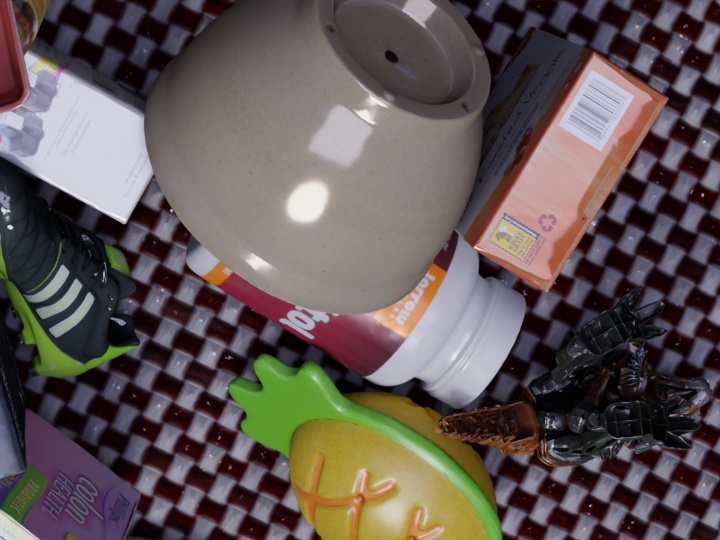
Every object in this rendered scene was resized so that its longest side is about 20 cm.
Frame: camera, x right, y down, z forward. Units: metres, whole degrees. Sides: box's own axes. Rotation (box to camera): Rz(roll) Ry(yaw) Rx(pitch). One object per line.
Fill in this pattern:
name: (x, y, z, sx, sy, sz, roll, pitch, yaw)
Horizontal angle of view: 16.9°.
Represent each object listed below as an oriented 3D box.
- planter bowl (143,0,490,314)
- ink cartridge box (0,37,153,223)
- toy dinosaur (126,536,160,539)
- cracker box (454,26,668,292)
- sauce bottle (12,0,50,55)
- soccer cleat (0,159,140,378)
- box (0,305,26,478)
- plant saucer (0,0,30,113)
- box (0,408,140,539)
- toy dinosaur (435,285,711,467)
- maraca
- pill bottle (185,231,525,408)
planter bowl: (-0.007, -0.095, 1.406, 0.200, 0.201, 0.135, 33, 131, -11)
ink cartridge box: (-0.216, -0.111, 1.471, 0.200, 0.115, 0.068, 29, 95, -10)
toy dinosaur: (-0.119, 0.233, 1.572, 0.102, 0.077, 0.200, -27, 70, -5)
cracker box: (0.108, -0.072, 1.475, 0.058, 0.200, 0.134, 31, 95, -10)
sauce bottle: (-0.200, -0.201, 1.423, 0.066, 0.200, 0.066, 6, 136, 5)
soccer cleat: (-0.185, -0.007, 1.478, 0.081, 0.068, 0.200, -18, 144, -4)
box: (-0.279, 0.022, 1.443, 0.117, 0.200, 0.197, -15, 102, -4)
plant saucer: (-0.283, -0.155, 1.335, 0.199, 0.037, 0.201, -16, 78, 14)
box: (-0.240, 0.209, 1.476, 0.097, 0.176, 0.200, 39, 102, -7)
toy dinosaur: (0.144, 0.093, 1.535, 0.200, 0.136, 0.102, -30, 84, -34)
maraca: (0.004, 0.125, 1.539, 0.200, 0.137, 0.107, 39, 54, -6)
pill bottle: (0.000, 0.000, 1.519, 0.200, 0.113, 0.113, 31, 95, -11)
